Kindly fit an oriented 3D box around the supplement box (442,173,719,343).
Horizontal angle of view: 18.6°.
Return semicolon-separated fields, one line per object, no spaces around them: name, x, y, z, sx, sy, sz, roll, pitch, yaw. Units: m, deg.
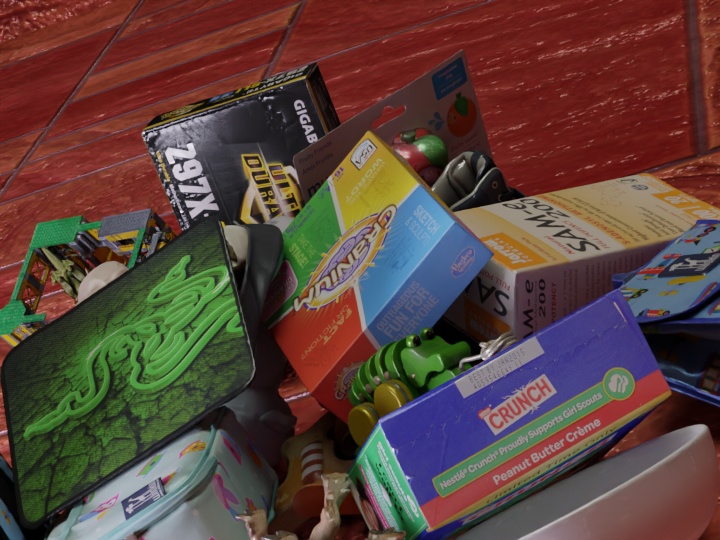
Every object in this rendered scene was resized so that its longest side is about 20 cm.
supplement box;0.159;-0.004;1.562;0.198;0.074;0.126;-12;25;-27

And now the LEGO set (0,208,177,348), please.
LEGO set;-0.226;0.028;2.017;0.199;0.116;0.155;-16;49;29

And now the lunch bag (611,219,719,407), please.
lunch bag;0.251;0.024;1.425;0.199;0.095;0.150;7;35;40

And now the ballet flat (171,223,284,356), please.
ballet flat;-0.096;0.010;1.531;0.072;0.073;0.201;-16;31;17

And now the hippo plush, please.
hippo plush;-0.125;0.092;1.578;0.159;0.202;0.159;1;-19;-4

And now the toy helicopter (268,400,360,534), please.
toy helicopter;-0.028;0.153;1.501;0.200;0.079;0.132;-39;32;-14

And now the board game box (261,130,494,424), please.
board game box;0.000;0.000;1.536;0.153;0.040;0.200;-50;27;5

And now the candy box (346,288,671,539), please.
candy box;0.085;0.102;1.343;0.168;0.077;0.200;-27;-12;-12

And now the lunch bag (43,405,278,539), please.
lunch bag;-0.137;0.168;1.408;0.160;0.077;0.200;-32;8;9

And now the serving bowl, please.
serving bowl;0.122;0.161;1.248;0.199;0.066;0.200;-28;-2;-1

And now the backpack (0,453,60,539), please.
backpack;-0.291;0.178;1.469;0.134;0.201;0.183;-32;26;3

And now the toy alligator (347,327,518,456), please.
toy alligator;0.037;0.063;1.393;0.059;0.055;0.200;-23;-13;-35

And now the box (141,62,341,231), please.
box;-0.077;-0.059;1.887;0.158;0.201;0.049;-15;19;19

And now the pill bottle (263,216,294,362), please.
pill bottle;-0.116;0.046;1.790;0.199;0.110;0.109;-30;21;-23

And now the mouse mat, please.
mouse mat;-0.159;0.066;1.464;0.199;0.008;0.162;-33;44;15

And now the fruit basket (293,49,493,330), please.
fruit basket;0.045;-0.042;1.712;0.185;0.201;0.093;-33;36;-29

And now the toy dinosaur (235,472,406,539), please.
toy dinosaur;-0.023;0.203;1.258;0.085;0.137;0.200;-8;15;-21

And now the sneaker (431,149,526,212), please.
sneaker;0.143;-0.037;1.673;0.201;0.147;0.077;-26;18;-15

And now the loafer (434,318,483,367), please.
loafer;0.080;0.089;1.546;0.071;0.068;0.201;-52;17;16
